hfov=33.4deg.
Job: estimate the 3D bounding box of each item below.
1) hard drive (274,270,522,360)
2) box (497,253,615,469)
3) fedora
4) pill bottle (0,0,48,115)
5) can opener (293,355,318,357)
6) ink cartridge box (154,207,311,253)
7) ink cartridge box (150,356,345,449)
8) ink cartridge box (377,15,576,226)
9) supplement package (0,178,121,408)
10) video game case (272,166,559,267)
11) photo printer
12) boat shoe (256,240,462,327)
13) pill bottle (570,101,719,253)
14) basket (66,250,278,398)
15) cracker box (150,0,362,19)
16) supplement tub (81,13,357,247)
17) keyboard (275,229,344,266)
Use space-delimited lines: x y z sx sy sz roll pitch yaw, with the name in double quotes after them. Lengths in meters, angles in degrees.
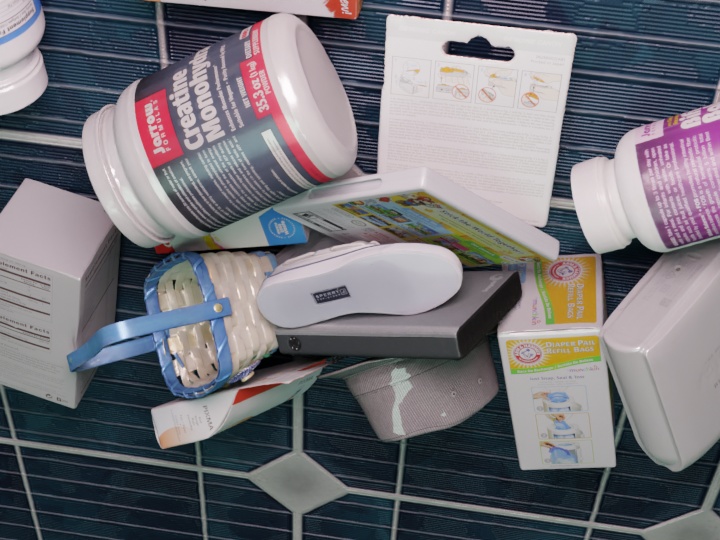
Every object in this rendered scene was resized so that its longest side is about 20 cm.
0.037 0.041 1.138 0.198 0.139 0.033 -1 113 33 "hard drive"
0.201 0.094 1.209 0.100 0.113 0.201 -4 132 13 "box"
0.063 0.114 1.200 0.176 0.199 0.091 -23 86 52 "fedora"
-0.330 -0.235 1.005 0.111 0.113 0.201 2 134 9 "pill bottle"
0.015 0.055 1.248 0.198 0.067 0.053 -15 130 17 "can opener"
-0.151 -0.082 1.144 0.198 0.068 0.117 -4 132 15 "ink cartridge box"
-0.096 0.131 1.259 0.198 0.162 0.051 -13 93 36 "ink cartridge box"
0.097 -0.137 1.054 0.160 0.050 0.202 7 129 5 "ink cartridge box"
-0.321 0.025 1.244 0.108 0.114 0.201 17 133 2 "supplement package"
0.051 -0.041 1.084 0.181 0.023 0.199 -5 159 43 "video game case"
0.316 0.084 1.150 0.069 0.166 0.201 23 149 46 "photo printer"
0.000 0.000 1.102 0.198 0.066 0.074 -6 123 18 "boat shoe"
0.287 -0.080 1.029 0.198 0.113 0.113 -16 128 24 "pill bottle"
-0.175 0.055 1.170 0.198 0.141 0.176 -9 173 -27 "basket"
-0.094 -0.279 0.954 0.197 0.058 0.135 5 135 5 "cracker box"
-0.115 -0.112 0.997 0.198 0.141 0.141 -22 126 15 "supplement tub"
-0.076 0.008 1.257 0.056 0.011 0.200 31 131 -25 "keyboard"
